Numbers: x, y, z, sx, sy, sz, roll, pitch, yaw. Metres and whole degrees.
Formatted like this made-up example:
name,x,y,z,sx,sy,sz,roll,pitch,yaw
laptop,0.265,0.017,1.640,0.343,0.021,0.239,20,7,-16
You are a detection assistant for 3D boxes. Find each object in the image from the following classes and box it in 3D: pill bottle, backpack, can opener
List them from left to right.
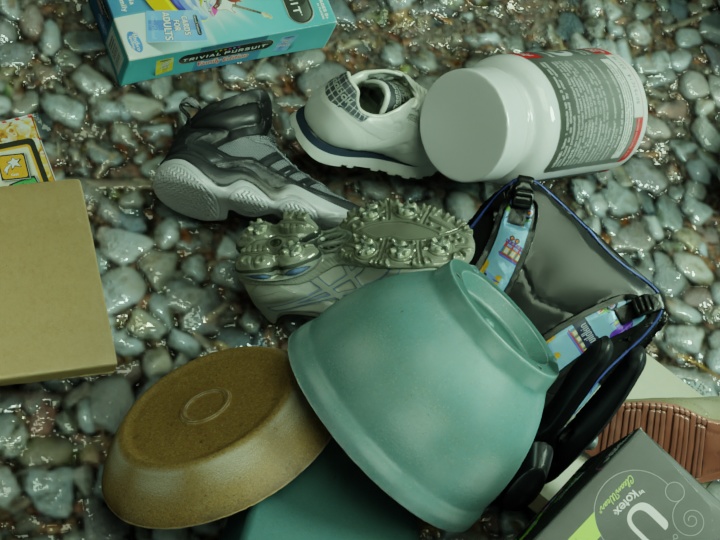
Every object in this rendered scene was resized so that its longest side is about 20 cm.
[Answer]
name,x,y,z,sx,sy,sz,roll,pitch,yaw
backpack,0.131,0.046,1.539,0.183,0.135,0.200,42,92,4
pill bottle,0.151,-0.134,1.605,0.200,0.114,0.114,-10,68,-48
can opener,0.166,0.114,1.417,0.063,0.200,0.079,13,49,-19

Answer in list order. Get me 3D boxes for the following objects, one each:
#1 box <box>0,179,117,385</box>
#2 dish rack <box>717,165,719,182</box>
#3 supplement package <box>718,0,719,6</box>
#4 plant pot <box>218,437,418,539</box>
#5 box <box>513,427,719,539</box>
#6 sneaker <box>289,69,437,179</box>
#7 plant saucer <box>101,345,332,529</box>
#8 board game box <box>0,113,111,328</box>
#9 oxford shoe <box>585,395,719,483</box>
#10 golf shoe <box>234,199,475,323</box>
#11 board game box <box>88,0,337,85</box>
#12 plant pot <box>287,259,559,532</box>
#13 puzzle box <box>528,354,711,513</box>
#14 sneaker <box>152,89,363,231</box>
name,x,y,z,sx,sy,sz,roll,pitch,yaw
box,-0.300,0.014,1.416,0.200,0.021,0.164,-7,69,-20
dish rack,0.442,-0.072,1.752,0.200,0.044,0.172,45,61,5
supplement package,0.429,-0.299,1.789,0.111,0.156,0.200,0,66,-20
plant pot,-0.036,0.212,1.406,0.141,0.141,0.200,20,51,-9
box,0.182,0.220,1.360,0.124,0.200,0.149,43,78,5
sneaker,0.033,-0.133,1.593,0.200,0.081,0.076,-5,54,-48
plant saucer,-0.112,0.115,1.399,0.200,0.200,0.035,-43,124,-30
board game box,-0.304,-0.016,1.469,0.151,0.046,0.200,-14,71,-24
oxford shoe,0.275,0.137,1.535,0.200,0.074,0.071,9,108,-4
golf shoe,0.000,0.000,1.509,0.200,0.097,0.078,-2,41,15
board game box,-0.141,-0.257,1.638,0.200,0.047,0.151,-14,71,-24
plant pot,0.063,0.077,1.384,0.200,0.134,0.200,43,16,-15
puzzle box,0.224,0.157,1.548,0.133,0.025,0.200,39,50,15
sneaker,-0.070,-0.088,1.566,0.200,0.075,0.114,16,61,-12
